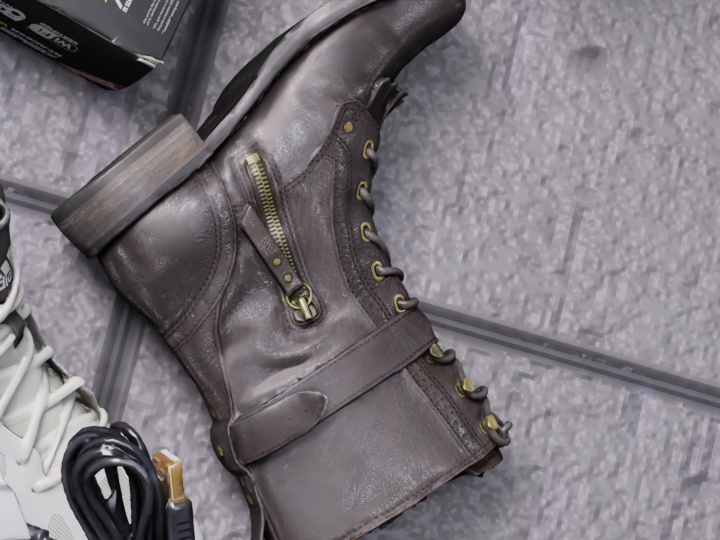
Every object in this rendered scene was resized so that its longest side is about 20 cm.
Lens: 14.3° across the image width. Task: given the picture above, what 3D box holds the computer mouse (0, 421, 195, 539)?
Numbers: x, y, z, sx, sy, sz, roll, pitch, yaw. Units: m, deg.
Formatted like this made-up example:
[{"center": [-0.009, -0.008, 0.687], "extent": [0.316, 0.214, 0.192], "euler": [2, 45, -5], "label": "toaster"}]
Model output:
[{"center": [-0.146, 0.092, 0.954], "extent": [0.199, 0.110, 0.044], "euler": [8, 29, 23], "label": "computer mouse"}]

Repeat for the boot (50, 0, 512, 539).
[{"center": [0.000, 0.000, 1.058], "extent": [0.200, 0.069, 0.174], "euler": [-38, 94, -14], "label": "boot"}]

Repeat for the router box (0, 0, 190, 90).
[{"center": [-0.107, -0.187, 1.051], "extent": [0.150, 0.062, 0.201], "euler": [30, 74, -18], "label": "router box"}]

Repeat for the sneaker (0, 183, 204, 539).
[{"center": [-0.126, 0.039, 0.977], "extent": [0.200, 0.115, 0.076], "euler": [34, 45, -4], "label": "sneaker"}]
